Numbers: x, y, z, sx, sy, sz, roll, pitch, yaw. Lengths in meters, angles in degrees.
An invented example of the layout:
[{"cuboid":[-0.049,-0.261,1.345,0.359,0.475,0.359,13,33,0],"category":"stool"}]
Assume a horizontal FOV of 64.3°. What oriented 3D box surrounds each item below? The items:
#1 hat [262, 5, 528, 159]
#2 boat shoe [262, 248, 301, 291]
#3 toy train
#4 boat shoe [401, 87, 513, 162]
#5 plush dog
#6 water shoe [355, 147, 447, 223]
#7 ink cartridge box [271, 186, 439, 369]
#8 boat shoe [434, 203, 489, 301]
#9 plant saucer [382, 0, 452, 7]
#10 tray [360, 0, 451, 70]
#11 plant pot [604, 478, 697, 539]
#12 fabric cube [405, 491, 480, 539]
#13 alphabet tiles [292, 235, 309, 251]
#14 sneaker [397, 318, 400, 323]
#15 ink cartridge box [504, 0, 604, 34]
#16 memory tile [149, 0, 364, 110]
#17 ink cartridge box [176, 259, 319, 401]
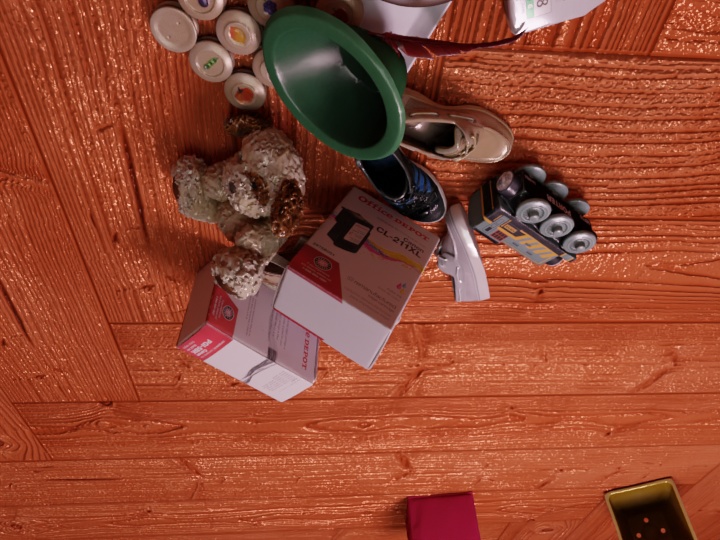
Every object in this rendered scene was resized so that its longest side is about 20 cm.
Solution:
[{"cuboid":[0.023,-0.233,0.606,0.199,0.177,0.165,42,155,-12],"category":"hat"},{"cuboid":[-0.056,-0.012,0.836,0.195,0.077,0.073,0,135,-19],"category":"boat shoe"},{"cuboid":[0.244,-0.070,0.805,0.198,0.087,0.113,25,142,-31],"category":"toy train"},{"cuboid":[0.109,-0.161,0.692,0.196,0.066,0.073,10,134,-28],"category":"boat shoe"},{"cuboid":[-0.121,-0.092,0.701,0.158,0.203,0.172,-17,160,-38],"category":"plush dog"},{"cuboid":[0.048,-0.108,0.741,0.071,0.080,0.199,-30,132,25],"category":"water shoe"},{"cuboid":[0.000,0.000,0.736,0.144,0.201,0.084,30,133,4],"category":"ink cartridge box"},{"cuboid":[0.146,-0.019,0.861,0.067,0.073,0.201,-16,145,11],"category":"boat shoe"},{"cuboid":[0.048,-0.317,0.491,0.195,0.033,0.202,7,144,5],"category":"plant saucer"},{"cuboid":[0.047,-0.296,0.564,0.106,0.023,0.200,23,138,-16],"category":"tray"},{"cuboid":[0.835,0.741,1.644,0.191,0.199,0.201,-20,142,16],"category":"plant pot"},{"cuboid":[0.230,0.760,1.596,0.191,0.202,0.202,-4,138,0],"category":"fabric cube"},{"cuboid":[-0.044,0.014,0.916,0.164,0.008,0.201,16,133,-21],"category":"alphabet tiles"},{"cuboid":[-0.029,0.062,0.909,0.197,0.082,0.083,22,137,-27],"category":"sneaker"},{"cuboid":[0.231,-0.334,0.542,0.195,0.051,0.162,-12,137,11],"category":"ink cartridge box"},{"cuboid":[-0.109,-0.260,0.593,0.198,0.017,0.153,-26,132,31],"category":"memory tile"},{"cuboid":[-0.162,0.087,0.872,0.082,0.149,0.199,-33,126,30],"category":"ink cartridge box"}]
